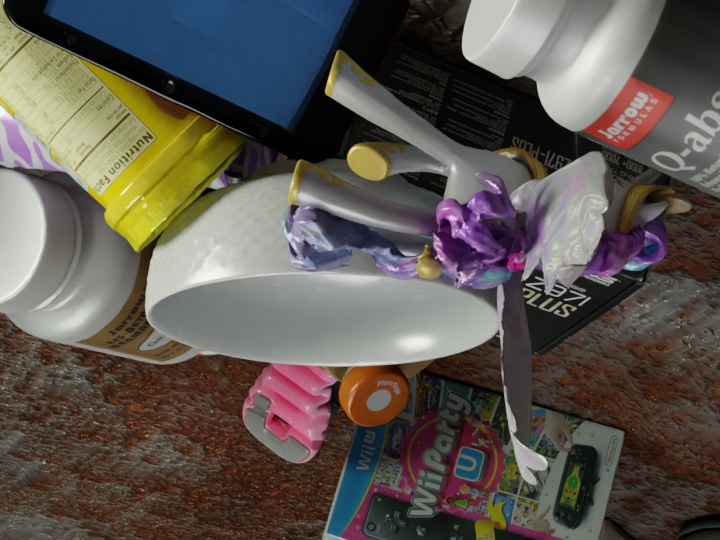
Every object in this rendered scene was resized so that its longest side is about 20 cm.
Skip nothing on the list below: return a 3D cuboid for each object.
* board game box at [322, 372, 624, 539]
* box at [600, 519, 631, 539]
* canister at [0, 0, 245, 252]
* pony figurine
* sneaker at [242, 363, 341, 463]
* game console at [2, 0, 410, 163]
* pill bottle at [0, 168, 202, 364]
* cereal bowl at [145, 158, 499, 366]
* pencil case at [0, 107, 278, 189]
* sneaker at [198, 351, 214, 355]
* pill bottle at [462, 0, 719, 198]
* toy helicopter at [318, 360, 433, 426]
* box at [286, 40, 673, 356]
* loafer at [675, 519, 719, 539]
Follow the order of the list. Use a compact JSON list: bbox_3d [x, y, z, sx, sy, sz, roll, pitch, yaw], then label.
[{"bbox_3d":[0.085,0.170,1.909,0.200,0.148,0.064,16,159,2],"label":"board game box"},{"bbox_3d":[0.137,0.286,2.163,0.200,0.128,0.109,-1,151,36],"label":"box"},{"bbox_3d":[-0.164,-0.111,1.403,0.200,0.087,0.149,45,175,-3],"label":"canister"},{"bbox_3d":[0.063,-0.018,1.252,0.200,0.193,0.167,17,128,0],"label":"pony figurine"},{"bbox_3d":[-0.018,0.049,1.810,0.079,0.095,0.200,40,136,10],"label":"sneaker"},{"bbox_3d":[-0.054,-0.163,1.278,0.200,0.119,0.172,24,157,-18],"label":"game console"},{"bbox_3d":[-0.180,-0.006,1.668,0.114,0.114,0.200,2,172,32],"label":"pill bottle"},{"bbox_3d":[-0.019,-0.009,1.406,0.200,0.083,0.200,2,163,1],"label":"cereal bowl"},{"bbox_3d":[-0.140,-0.092,1.547,0.200,0.084,0.086,11,148,26],"label":"pencil case"},{"bbox_3d":[-0.148,0.009,1.809,0.200,0.073,0.077,12,147,5],"label":"sneaker"},{"bbox_3d":[0.159,-0.108,1.256,0.200,0.116,0.116,23,157,-13],"label":"pill bottle"},{"bbox_3d":[0.000,0.000,1.646,0.200,0.132,0.079,50,-176,-41],"label":"toy helicopter"},{"bbox_3d":[0.062,-0.040,1.520,0.200,0.086,0.164,23,156,-12],"label":"box"},{"bbox_3d":[0.327,0.236,1.995,0.200,0.063,0.072,-7,147,45],"label":"loafer"}]
